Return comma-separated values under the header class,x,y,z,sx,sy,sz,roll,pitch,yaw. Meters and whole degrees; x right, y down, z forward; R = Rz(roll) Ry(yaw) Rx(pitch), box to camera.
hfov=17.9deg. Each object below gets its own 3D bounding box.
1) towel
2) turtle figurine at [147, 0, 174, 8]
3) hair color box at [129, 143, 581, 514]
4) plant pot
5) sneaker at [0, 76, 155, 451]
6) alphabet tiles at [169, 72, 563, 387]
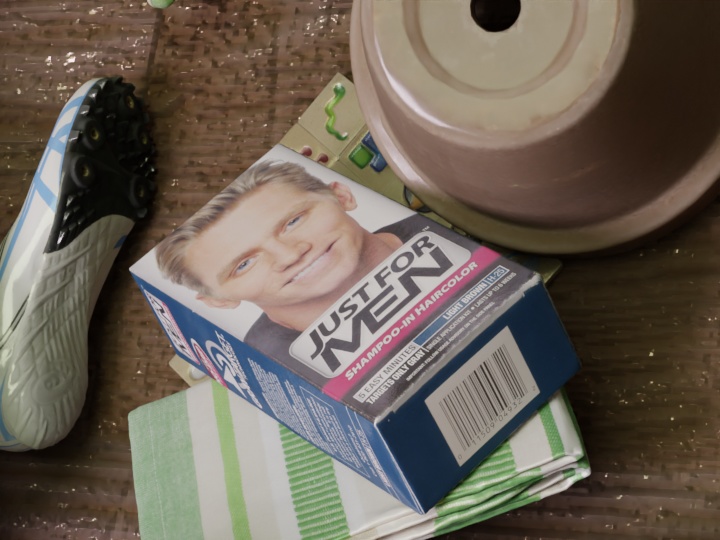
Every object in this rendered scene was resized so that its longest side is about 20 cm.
class,x,y,z,sx,sy,sz,roll,pitch,yaw
towel,-0.006,0.077,1.018,0.199,0.023,0.153,-23,36,6
turtle figurine,-0.071,-0.190,1.116,0.193,0.200,0.144,26,98,25
hair color box,-0.007,0.020,1.018,0.100,0.061,0.200,-41,38,-18
plant pot,0.074,-0.104,0.982,0.199,0.175,0.201,1,92,16
sneaker,-0.159,-0.007,1.156,0.072,0.072,0.201,4,71,36
alphabet tiles,0.000,0.000,1.111,0.166,0.006,0.200,42,93,30
